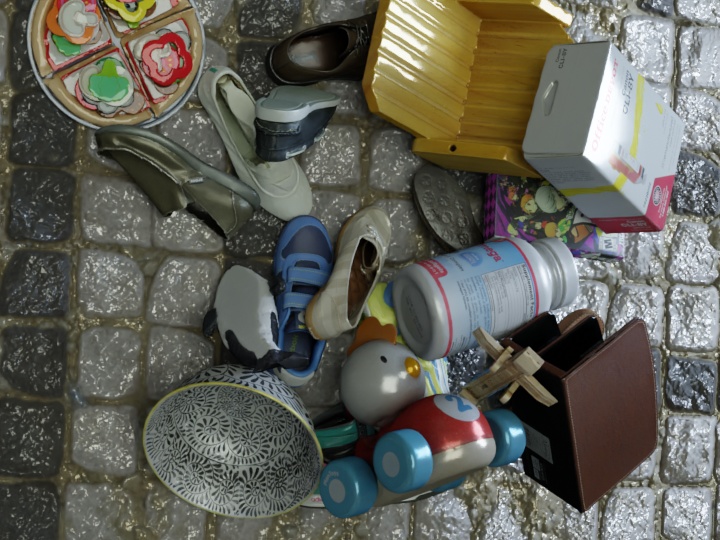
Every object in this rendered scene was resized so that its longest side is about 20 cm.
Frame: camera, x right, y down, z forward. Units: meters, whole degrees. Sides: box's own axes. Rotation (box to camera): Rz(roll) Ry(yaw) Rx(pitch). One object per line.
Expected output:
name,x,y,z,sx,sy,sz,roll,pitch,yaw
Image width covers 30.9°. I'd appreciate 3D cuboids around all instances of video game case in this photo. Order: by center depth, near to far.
video game case,0.238,-0.121,1.580,0.179,0.036,0.203,9,76,-19

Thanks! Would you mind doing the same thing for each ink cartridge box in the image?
ink cartridge box,0.283,-0.149,1.493,0.199,0.083,0.147,33,67,-44

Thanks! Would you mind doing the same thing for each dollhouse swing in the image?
dollhouse swing,0.127,-0.234,1.479,0.180,0.176,0.203,8,79,27

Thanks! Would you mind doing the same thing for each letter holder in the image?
letter holder,0.254,0.142,1.475,0.141,0.100,0.202,-32,128,-24

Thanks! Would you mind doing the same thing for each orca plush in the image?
orca plush,-0.102,0.068,1.417,0.105,0.200,0.071,-42,125,-11

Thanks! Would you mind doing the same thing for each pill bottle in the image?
pill bottle,0.143,0.025,1.473,0.198,0.108,0.110,-16,93,-25

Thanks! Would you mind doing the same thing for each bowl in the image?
bowl,-0.130,0.168,1.426,0.199,0.201,0.095,32,36,-14

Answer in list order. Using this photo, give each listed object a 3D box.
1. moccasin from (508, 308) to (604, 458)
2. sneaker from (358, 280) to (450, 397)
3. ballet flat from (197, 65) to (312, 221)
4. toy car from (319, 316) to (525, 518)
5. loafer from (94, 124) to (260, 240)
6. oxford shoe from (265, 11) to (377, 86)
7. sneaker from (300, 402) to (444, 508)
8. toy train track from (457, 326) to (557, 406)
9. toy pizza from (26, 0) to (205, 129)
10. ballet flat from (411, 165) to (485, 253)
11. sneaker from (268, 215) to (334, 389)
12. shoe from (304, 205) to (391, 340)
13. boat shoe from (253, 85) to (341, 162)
moccasin,0.233,0.135,1.568,0.074,0.078,0.202,42,77,-13
sneaker,0.081,0.091,1.523,0.105,0.076,0.201,-35,98,-16
ballet flat,-0.117,-0.142,1.470,0.069,0.069,0.201,-35,99,-15
toy car,0.044,0.138,1.393,0.183,0.176,0.202,-6,71,-44
loafer,-0.206,-0.096,1.435,0.198,0.075,0.070,27,77,-15
oxford shoe,-0.005,-0.257,1.500,0.198,0.084,0.074,-21,93,-19
sneaker,0.015,0.200,1.498,0.197,0.084,0.123,-3,99,-17
toy train track,0.144,0.124,1.422,0.115,0.200,0.033,44,68,0
toy pizza,-0.267,-0.255,1.442,0.197,0.032,0.203,0,89,-18
ballet flat,0.123,-0.035,1.560,0.067,0.046,0.201,-39,96,-20
sneaker,-0.064,0.037,1.474,0.073,0.082,0.203,7,85,-15
shoe,0.000,0.000,1.471,0.070,0.053,0.201,49,45,-26
boat shoe,-0.074,-0.164,1.438,0.075,0.200,0.061,13,108,16
